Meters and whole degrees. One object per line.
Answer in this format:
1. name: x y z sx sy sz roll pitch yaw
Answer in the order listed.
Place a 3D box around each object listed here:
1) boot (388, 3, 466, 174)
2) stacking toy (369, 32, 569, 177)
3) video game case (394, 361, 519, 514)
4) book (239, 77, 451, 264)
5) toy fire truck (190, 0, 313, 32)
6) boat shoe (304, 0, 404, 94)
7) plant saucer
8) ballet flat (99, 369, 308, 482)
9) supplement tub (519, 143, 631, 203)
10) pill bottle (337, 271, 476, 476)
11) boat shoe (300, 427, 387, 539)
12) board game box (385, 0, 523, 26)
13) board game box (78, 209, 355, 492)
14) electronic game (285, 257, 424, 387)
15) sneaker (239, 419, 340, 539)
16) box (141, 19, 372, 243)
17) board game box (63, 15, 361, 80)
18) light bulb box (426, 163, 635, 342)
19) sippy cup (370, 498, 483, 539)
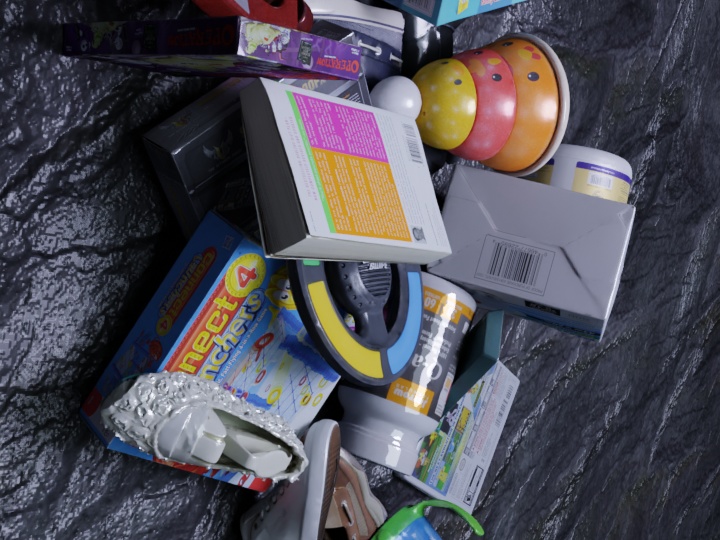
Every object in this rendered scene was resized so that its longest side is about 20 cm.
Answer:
1. boot: 0.096 -0.220 1.007 0.164 0.065 0.202 -21 111 -38
2. stacking toy: 0.095 -0.163 0.901 0.198 0.146 0.148 -8 104 -35
3. video game case: 0.130 0.198 1.172 0.182 0.022 0.202 41 67 -46
4. book: -0.006 -0.077 0.745 0.199 0.048 0.135 3 69 -51
5. toy fire truck: -0.087 -0.267 0.707 0.168 0.111 0.202 31 49 -53
6. boat shoe: -0.022 -0.202 0.860 0.199 0.074 0.094 -10 99 -49
7. plant saucer: 0.102 0.119 1.015 0.019 0.200 0.070 23 48 -11
8. ballet flat: -0.111 0.130 0.724 0.199 0.071 0.073 26 77 -48
9. supplement tub: 0.267 -0.052 1.188 0.145 0.144 0.202 14 88 -51
10. pill bottle: 0.043 0.108 0.974 0.116 0.116 0.202 34 72 -48
11. boat shoe: -0.034 0.234 0.942 0.072 0.075 0.201 -52 132 -27
12. board game box: 0.079 -0.308 0.899 0.199 0.150 0.047 -29 144 -44
13. board game box: -0.105 0.079 0.788 0.195 0.056 0.201 32 92 -49
14. electronic game: 0.000 0.000 0.788 0.199 0.041 0.202 28 55 -50
15. sneaker: -0.073 0.227 0.865 0.073 0.084 0.202 -51 156 -69
16. box: -0.073 -0.097 0.793 0.200 0.048 0.159 -39 135 -23
17. board game box: -0.112 -0.160 0.664 0.119 0.199 0.033 -8 105 -48
18. light bulb box: 0.193 -0.014 1.021 0.200 0.196 0.126 40 67 -72
19. sippy cup: 0.065 0.354 1.004 0.139 0.130 0.179 -28 145 -48
